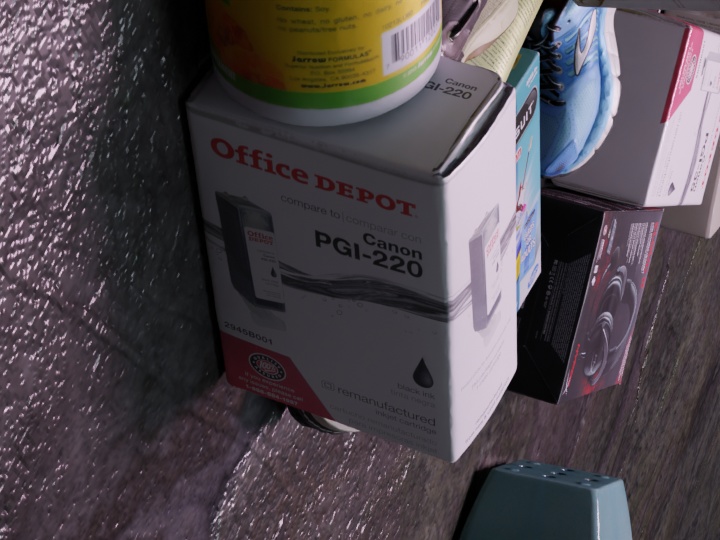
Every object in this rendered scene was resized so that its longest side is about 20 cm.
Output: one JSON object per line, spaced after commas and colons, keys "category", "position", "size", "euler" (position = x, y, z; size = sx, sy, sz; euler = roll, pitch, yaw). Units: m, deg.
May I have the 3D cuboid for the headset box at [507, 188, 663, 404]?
{"category": "headset box", "position": [0.166, 0.015, 1.580], "size": [0.200, 0.077, 0.150], "euler": [-3, 108, -67]}

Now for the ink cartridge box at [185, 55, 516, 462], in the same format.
{"category": "ink cartridge box", "position": [0.000, -0.015, 1.029], "size": [0.085, 0.145, 0.201], "euler": [-53, 151, -40]}

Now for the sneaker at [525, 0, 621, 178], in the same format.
{"category": "sneaker", "position": [0.129, -0.161, 1.390], "size": [0.090, 0.078, 0.201], "euler": [-10, 113, -46]}

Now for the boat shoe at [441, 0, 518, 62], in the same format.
{"category": "boat shoe", "position": [0.028, -0.135, 1.135], "size": [0.200, 0.073, 0.065], "euler": [-54, 141, -49]}

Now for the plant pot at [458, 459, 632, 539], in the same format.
{"category": "plant pot", "position": [0.145, 0.260, 1.626], "size": [0.141, 0.141, 0.201], "euler": [0, 100, -69]}

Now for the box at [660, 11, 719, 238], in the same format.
{"category": "box", "position": [0.298, -0.137, 1.801], "size": [0.068, 0.082, 0.201], "euler": [-39, 142, -58]}

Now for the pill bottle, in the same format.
{"category": "pill bottle", "position": [-0.020, -0.174, 0.906], "size": [0.111, 0.111, 0.201], "euler": [-55, 152, -41]}

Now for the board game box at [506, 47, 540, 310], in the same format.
{"category": "board game box", "position": [0.071, -0.027, 1.344], "size": [0.201, 0.047, 0.151], "euler": [85, 29, -45]}

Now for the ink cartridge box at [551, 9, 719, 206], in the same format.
{"category": "ink cartridge box", "position": [0.233, -0.130, 1.633], "size": [0.200, 0.082, 0.147], "euler": [-6, 111, -68]}

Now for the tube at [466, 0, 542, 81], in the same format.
{"category": "tube", "position": [0.077, -0.160, 1.252], "size": [0.052, 0.058, 0.201], "euler": [81, 30, -50]}

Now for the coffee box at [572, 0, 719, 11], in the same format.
{"category": "coffee box", "position": [0.142, -0.236, 1.194], "size": [0.200, 0.114, 0.080], "euler": [39, 64, -50]}

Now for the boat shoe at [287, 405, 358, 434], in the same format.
{"category": "boat shoe", "position": [0.000, 0.000, 1.196], "size": [0.063, 0.072, 0.201], "euler": [-17, -127, 61]}
